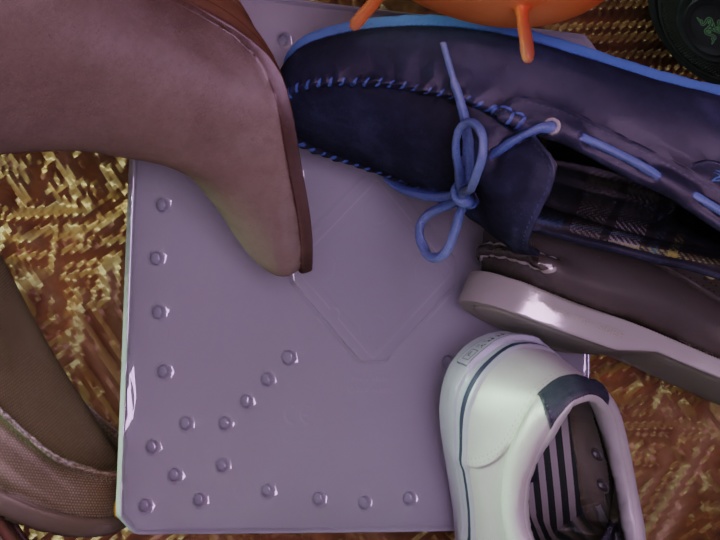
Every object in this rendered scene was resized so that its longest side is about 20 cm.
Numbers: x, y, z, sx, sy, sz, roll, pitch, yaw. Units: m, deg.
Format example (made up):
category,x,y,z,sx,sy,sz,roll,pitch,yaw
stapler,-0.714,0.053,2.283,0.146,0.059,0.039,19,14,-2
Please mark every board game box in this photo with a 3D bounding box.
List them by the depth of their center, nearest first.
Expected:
category,x,y,z,sx,sy,sz,roll,pitch,yaw
board game box,0.000,0.000,0.789,0.200,0.026,0.201,3,87,-27

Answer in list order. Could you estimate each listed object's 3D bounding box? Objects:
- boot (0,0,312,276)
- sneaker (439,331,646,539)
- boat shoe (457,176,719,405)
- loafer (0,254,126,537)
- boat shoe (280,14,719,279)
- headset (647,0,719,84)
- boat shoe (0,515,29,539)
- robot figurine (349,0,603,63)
category,x,y,z,sx,sy,sz,roll,pitch,yaw
boot,-0.102,-0.066,0.684,0.146,0.070,0.200,-20,118,-13
sneaker,0.074,0.123,0.775,0.073,0.071,0.200,-22,114,-19
boat shoe,0.136,0.018,0.803,0.201,0.072,0.060,20,81,-20
loafer,-0.155,0.022,0.766,0.200,0.076,0.067,40,104,-5
boat shoe,0.064,-0.041,0.721,0.199,0.084,0.069,8,59,9
headset,0.172,-0.102,0.802,0.094,0.123,0.200,31,115,20
boat shoe,-0.108,0.149,0.775,0.200,0.076,0.072,43,81,-6
robot figurine,0.059,-0.169,0.683,0.144,0.117,0.200,20,87,-5
